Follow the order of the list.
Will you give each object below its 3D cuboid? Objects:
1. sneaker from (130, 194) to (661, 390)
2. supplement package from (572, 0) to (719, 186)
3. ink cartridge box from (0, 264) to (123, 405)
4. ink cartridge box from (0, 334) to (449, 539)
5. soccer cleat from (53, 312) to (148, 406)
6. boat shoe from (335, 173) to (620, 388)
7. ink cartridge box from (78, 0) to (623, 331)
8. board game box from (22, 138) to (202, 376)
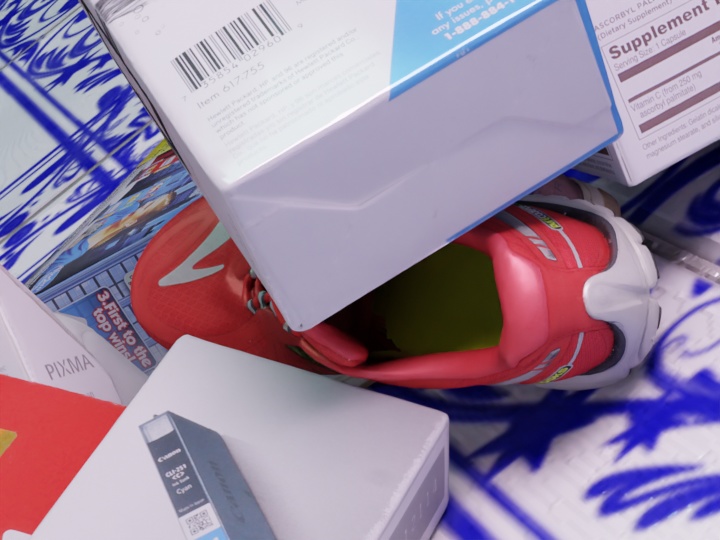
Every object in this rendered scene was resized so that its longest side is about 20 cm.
[{"bbox_3d":[-0.005,0.001,0.734,0.200,0.077,0.085,-1,3,39],"label":"sneaker"},{"bbox_3d":[0.123,-0.130,0.796,0.200,0.111,0.156,-28,16,-13],"label":"supplement package"},{"bbox_3d":[-0.169,0.049,0.833,0.161,0.200,0.050,-28,-8,27],"label":"ink cartridge box"},{"bbox_3d":[-0.091,0.096,0.673,0.176,0.045,0.200,15,43,19],"label":"ink cartridge box"},{"bbox_3d":[-0.151,0.097,0.900,0.200,0.078,0.069,-51,19,30],"label":"soccer cleat"},{"bbox_3d":[0.000,0.000,0.830,0.200,0.065,0.072,-18,41,43],"label":"boat shoe"},{"bbox_3d":[-0.022,-0.089,0.717,0.116,0.068,0.200,-31,47,-5],"label":"ink cartridge box"},{"bbox_3d":[-0.025,-0.034,0.969,0.200,0.062,0.200,-22,18,33],"label":"board game box"}]
